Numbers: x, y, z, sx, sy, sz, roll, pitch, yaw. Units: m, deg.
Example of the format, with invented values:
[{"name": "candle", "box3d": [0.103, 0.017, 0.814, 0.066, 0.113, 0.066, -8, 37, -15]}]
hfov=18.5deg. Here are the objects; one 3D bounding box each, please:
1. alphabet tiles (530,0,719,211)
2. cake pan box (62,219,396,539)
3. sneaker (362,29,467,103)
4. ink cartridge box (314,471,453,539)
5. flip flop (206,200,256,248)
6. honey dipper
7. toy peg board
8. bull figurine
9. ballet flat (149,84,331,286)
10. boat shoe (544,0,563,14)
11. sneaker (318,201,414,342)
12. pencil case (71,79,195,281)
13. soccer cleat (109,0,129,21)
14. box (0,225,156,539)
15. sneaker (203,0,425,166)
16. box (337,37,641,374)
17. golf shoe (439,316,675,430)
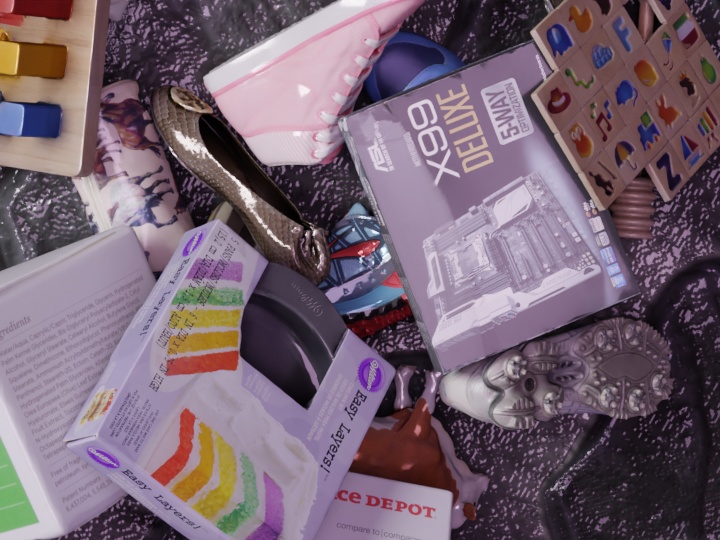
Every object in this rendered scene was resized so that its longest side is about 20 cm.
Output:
[{"name": "alphabet tiles", "box3d": [0.200, -0.136, 1.622, 0.200, 0.008, 0.168, -44, 109, -40]}, {"name": "cake pan box", "box3d": [-0.084, 0.092, 1.536, 0.184, 0.052, 0.201, 43, 57, -22]}, {"name": "sneaker", "box3d": [0.079, -0.104, 1.660, 0.200, 0.082, 0.074, 45, 94, -4]}, {"name": "ink cartridge box", "box3d": [-0.018, 0.248, 1.591, 0.144, 0.085, 0.201, 12, 61, -12]}, {"name": "flip flop", "box3d": [-0.089, 0.020, 1.621, 0.057, 0.201, 0.081, -14, 129, 30]}, {"name": "honey dipper", "box3d": [0.215, -0.125, 1.688, 0.038, 0.038, 0.201, 5, 92, -3]}, {"name": "toy peg board", "box3d": [-0.290, -0.179, 1.586, 0.199, 0.098, 0.200, 10, 96, 29]}, {"name": "bull figurine", "box3d": [0.011, 0.130, 1.681, 0.199, 0.065, 0.122, 7, 87, -16]}, {"name": "ballet flat", "box3d": [-0.086, -0.069, 1.639, 0.046, 0.067, 0.200, -48, 69, 29]}, {"name": "boat shoe", "box3d": [0.155, -0.246, 1.655, 0.071, 0.066, 0.202, -18, 97, 0]}, {"name": "sneaker", "box3d": [0.000, 0.000, 1.683, 0.199, 0.079, 0.096, -19, 67, 8]}, {"name": "pencil case", "box3d": [-0.172, -0.044, 1.652, 0.077, 0.089, 0.201, -18, 98, 28]}, {"name": "soccer cleat", "box3d": [-0.178, -0.240, 1.645, 0.200, 0.070, 0.087, -34, 96, 8]}, {"name": "box", "box3d": [-0.253, 0.095, 1.576, 0.198, 0.200, 0.172, -18, 97, 35]}, {"name": "sneaker", "box3d": [-0.015, -0.143, 1.633, 0.200, 0.075, 0.105, -26, 95, 29]}, {"name": "box", "box3d": [0.092, -0.047, 1.595, 0.157, 0.050, 0.201, -21, 94, -6]}, {"name": "golf shoe", "box3d": [0.148, 0.077, 1.676, 0.199, 0.097, 0.079, -1, 89, -38]}]
